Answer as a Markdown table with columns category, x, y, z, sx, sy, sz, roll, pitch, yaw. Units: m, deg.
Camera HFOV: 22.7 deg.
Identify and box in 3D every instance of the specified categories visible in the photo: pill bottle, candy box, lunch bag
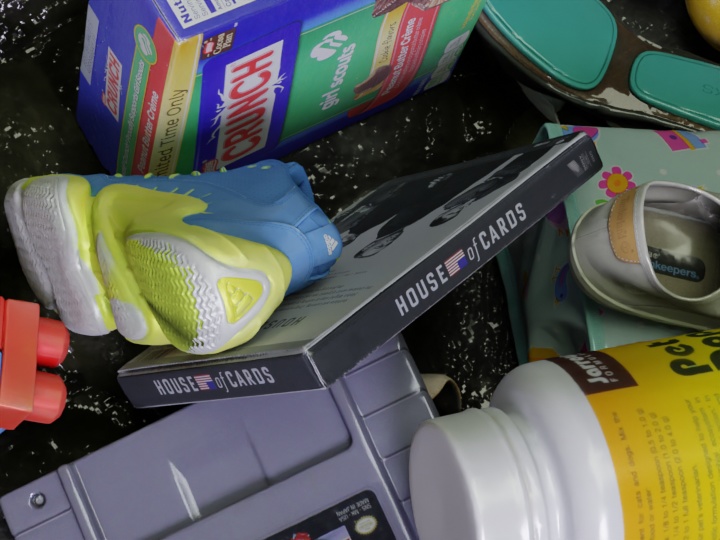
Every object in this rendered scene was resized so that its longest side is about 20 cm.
| category | x | y | z | sx | sy | sz | roll | pitch | yaw |
| --- | --- | --- | --- | --- | --- | --- | --- | --- | --- |
| pill bottle | 0.126 | 0.084 | 0.752 | 0.200 | 0.109 | 0.109 | -9 | 70 | -18 |
| candy box | -0.033 | -0.127 | 0.881 | 0.200 | 0.169 | 0.077 | -25 | 72 | -23 |
| lunch bag | 0.168 | 0.035 | 0.897 | 0.170 | 0.122 | 0.200 | -2 | 63 | -17 |

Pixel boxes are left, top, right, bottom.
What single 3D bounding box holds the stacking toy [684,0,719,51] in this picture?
| category | x | y | z | sx | sy | sz | roll | pitch | yaw |
| --- | --- | --- | --- | --- | --- | --- | --- | --- | --- |
| stacking toy | 0.234 | -0.156 | 1.010 | 0.200 | 0.146 | 0.146 | 17 | 63 | 11 |

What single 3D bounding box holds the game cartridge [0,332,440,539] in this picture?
| category | x | y | z | sx | sy | sz | roll | pitch | yaw |
| --- | --- | --- | --- | --- | --- | --- | --- | --- | --- |
| game cartridge | -0.049 | 0.118 | 0.804 | 0.200 | 0.038 | 0.130 | -26 | 71 | 3 |

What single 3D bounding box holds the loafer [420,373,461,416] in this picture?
| category | x | y | z | sx | sy | sz | roll | pitch | yaw |
| --- | --- | --- | --- | --- | --- | --- | --- | --- | --- |
| loafer | 0.040 | 0.081 | 0.847 | 0.200 | 0.072 | 0.063 | 43 | 103 | 21 |

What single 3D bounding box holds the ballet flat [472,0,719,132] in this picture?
| category | x | y | z | sx | sy | sz | roll | pitch | yaw |
| --- | --- | --- | --- | --- | --- | --- | --- | --- | --- |
| ballet flat | 0.132 | -0.102 | 0.972 | 0.200 | 0.068 | 0.068 | 29 | 61 | -2 |

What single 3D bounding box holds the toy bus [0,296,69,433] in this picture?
| category | x | y | z | sx | sy | sz | roll | pitch | yaw |
| --- | --- | --- | --- | --- | --- | --- | --- | --- | --- |
| toy bus | -0.227 | 0.009 | 0.800 | 0.192 | 0.136 | 0.200 | 8 | 62 | -27 |

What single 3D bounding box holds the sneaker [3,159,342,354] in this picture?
| category | x | y | z | sx | sy | sz | roll | pitch | yaw |
| --- | --- | --- | --- | --- | --- | --- | --- | --- | --- |
| sneaker | -0.082 | -0.013 | 0.829 | 0.105 | 0.200 | 0.076 | -23 | 117 | -31 |

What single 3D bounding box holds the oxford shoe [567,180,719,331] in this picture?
| category | x | y | z | sx | sy | sz | roll | pitch | yaw |
| --- | --- | --- | --- | --- | --- | --- | --- | --- | --- |
| oxford shoe | 0.195 | 0.000 | 0.823 | 0.200 | 0.058 | 0.075 | 10 | 67 | -15 |

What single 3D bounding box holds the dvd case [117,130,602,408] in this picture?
| category | x | y | z | sx | sy | sz | roll | pitch | yaw |
| --- | --- | --- | --- | --- | --- | --- | --- | --- | --- |
| dvd case | 0.000 | 0.000 | 0.832 | 0.200 | 0.150 | 0.025 | -37 | 107 | -36 |
